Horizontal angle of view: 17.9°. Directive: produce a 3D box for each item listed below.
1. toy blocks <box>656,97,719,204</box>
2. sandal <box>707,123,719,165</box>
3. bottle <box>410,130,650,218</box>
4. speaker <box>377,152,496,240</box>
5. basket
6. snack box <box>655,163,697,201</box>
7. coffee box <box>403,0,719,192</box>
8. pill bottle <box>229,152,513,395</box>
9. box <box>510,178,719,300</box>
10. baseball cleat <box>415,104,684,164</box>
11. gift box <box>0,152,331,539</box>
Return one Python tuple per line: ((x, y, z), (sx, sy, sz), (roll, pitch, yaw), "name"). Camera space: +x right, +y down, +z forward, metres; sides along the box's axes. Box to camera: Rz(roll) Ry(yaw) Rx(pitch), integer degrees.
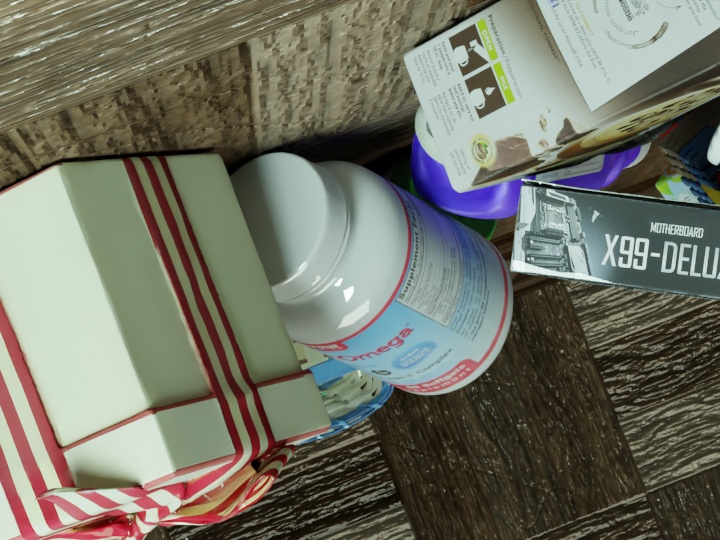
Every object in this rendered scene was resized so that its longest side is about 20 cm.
((0.241, -0.091, 1.363), (0.137, 0.100, 0.200), (-43, -157, -4), "toy blocks")
((0.258, -0.127, 1.171), (0.207, 0.059, 0.079), (-54, 177, 10), "sandal")
((0.114, -0.076, 1.424), (0.083, 0.065, 0.200), (16, -163, 34), "bottle")
((0.008, -0.017, 1.561), (0.088, 0.089, 0.200), (-17, 173, -35), "speaker")
((-0.042, 0.072, 1.933), (0.176, 0.139, 0.200), (-18, -177, -22), "basket")
((0.296, -0.113, 1.535), (0.142, 0.053, 0.200), (-28, -165, 40), "snack box")
((0.136, -0.115, 1.123), (0.200, 0.080, 0.113), (-26, 173, 41), "coffee box")
((0.000, 0.000, 1.353), (0.109, 0.109, 0.200), (-24, 152, 26), "pill bottle")
((0.168, -0.013, 1.247), (0.157, 0.050, 0.200), (7, -179, 9), "box")
((0.132, -0.097, 1.295), (0.200, 0.070, 0.106), (-19, -178, -27), "baseball cleat")
((-0.151, 0.060, 1.170), (0.184, 0.187, 0.200), (-25, 174, 32), "gift box")
